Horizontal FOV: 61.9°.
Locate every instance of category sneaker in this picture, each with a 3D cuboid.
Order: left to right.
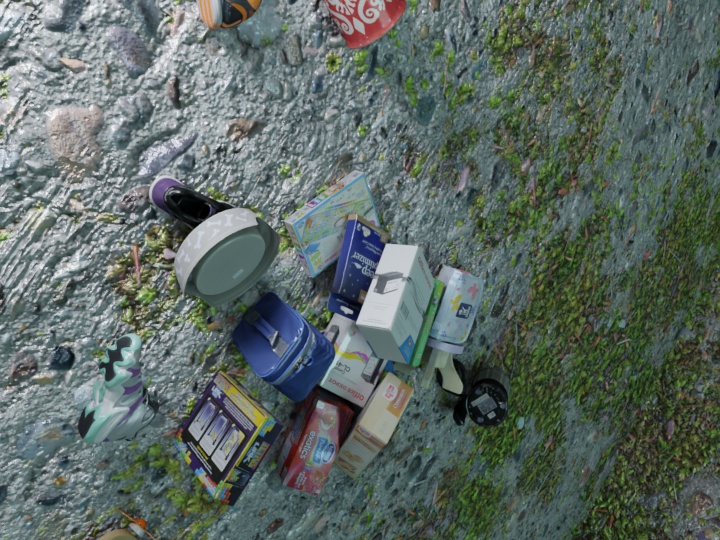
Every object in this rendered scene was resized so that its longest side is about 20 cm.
[{"bbox_3d":[-0.392,0.210,1.053,0.139,0.077,0.203,20,102,-45],"label":"sneaker"},{"bbox_3d":[-0.262,-0.090,1.032,0.198,0.087,0.077,24,91,-44],"label":"sneaker"},{"bbox_3d":[-0.209,-0.493,0.940,0.111,0.077,0.204,-29,134,-35],"label":"sneaker"},{"bbox_3d":[0.071,0.270,1.482,0.074,0.107,0.201,-15,155,-3],"label":"sneaker"}]

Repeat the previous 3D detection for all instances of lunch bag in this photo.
[{"bbox_3d":[-0.152,0.143,1.147,0.137,0.199,0.132,-51,130,-5],"label":"lunch bag"},{"bbox_3d":[0.224,0.082,1.460,0.200,0.125,0.173,9,102,-74],"label":"lunch bag"}]

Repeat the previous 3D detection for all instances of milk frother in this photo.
[{"bbox_3d":[0.322,0.320,1.692,0.188,0.177,0.205,-18,91,-74],"label":"milk frother"}]

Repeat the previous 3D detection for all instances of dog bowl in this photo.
[{"bbox_3d":[-0.236,-0.024,1.048,0.199,0.059,0.201,-37,159,-16],"label":"dog bowl"}]

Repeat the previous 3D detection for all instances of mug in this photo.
[{"bbox_3d":[-0.026,-0.531,1.069,0.132,0.180,0.200,-29,129,17],"label":"mug"}]

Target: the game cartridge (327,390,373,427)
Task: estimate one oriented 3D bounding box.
[{"bbox_3d":[-0.018,0.343,1.460,0.128,0.038,0.204,-26,123,-36],"label":"game cartridge"}]

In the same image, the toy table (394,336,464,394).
[{"bbox_3d":[0.181,0.221,1.500,0.199,0.181,0.120,12,97,-67],"label":"toy table"}]

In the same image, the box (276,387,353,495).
[{"bbox_3d":[-0.103,0.374,1.332,0.094,0.100,0.204,23,91,-19],"label":"box"}]

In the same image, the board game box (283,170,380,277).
[{"bbox_3d":[-0.054,-0.098,1.251,0.199,0.034,0.136,-38,128,-25],"label":"board game box"}]

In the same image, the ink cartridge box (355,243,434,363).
[{"bbox_3d":[0.078,0.068,1.265,0.203,0.082,0.146,-68,148,-28],"label":"ink cartridge box"}]

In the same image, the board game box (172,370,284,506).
[{"bbox_3d":[-0.251,0.307,1.123,0.057,0.199,0.167,41,80,-40],"label":"board game box"}]

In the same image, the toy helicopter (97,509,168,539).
[{"bbox_3d":[-0.433,0.536,1.157,0.199,0.078,0.135,35,74,-54],"label":"toy helicopter"}]

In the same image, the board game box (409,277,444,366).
[{"bbox_3d":[0.109,0.102,1.404,0.029,0.133,0.204,8,102,-50],"label":"board game box"}]

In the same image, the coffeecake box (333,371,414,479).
[{"bbox_3d":[0.025,0.344,1.326,0.154,0.072,0.201,-53,174,-43],"label":"coffeecake box"}]

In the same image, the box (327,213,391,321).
[{"bbox_3d":[0.000,0.000,1.255,0.120,0.032,0.205,26,73,-45],"label":"box"}]

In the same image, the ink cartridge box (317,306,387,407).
[{"bbox_3d":[-0.014,0.181,1.343,0.147,0.085,0.203,33,79,-34],"label":"ink cartridge box"}]
